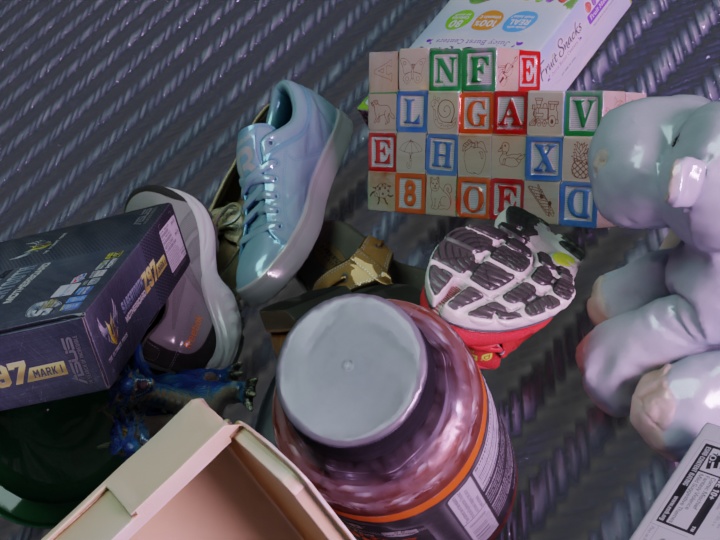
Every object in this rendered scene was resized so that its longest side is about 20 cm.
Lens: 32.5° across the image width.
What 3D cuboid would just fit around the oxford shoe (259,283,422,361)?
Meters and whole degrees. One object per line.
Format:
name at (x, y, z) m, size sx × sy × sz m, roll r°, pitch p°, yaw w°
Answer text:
oxford shoe at (-0.002, 0.050, 0.774) m, size 0.070 × 0.072 × 0.200 m, roll -18°, pitch 5°, yaw -21°

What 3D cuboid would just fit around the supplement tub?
supplement tub at (0.018, 0.082, 0.624) m, size 0.105 × 0.200 × 0.108 m, roll -6°, pitch 65°, yaw 13°

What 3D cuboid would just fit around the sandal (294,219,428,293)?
sandal at (0.000, 0.000, 0.876) m, size 0.081 × 0.055 × 0.200 m, roll -36°, pitch 34°, yaw -8°

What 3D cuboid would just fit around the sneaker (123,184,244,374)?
sneaker at (-0.147, 0.000, 0.908) m, size 0.074 × 0.078 × 0.201 m, roll -58°, pitch 38°, yaw 26°

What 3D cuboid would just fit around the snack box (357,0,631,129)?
snack box at (0.110, -0.175, 1.003) m, size 0.141 × 0.053 × 0.201 m, roll 12°, pitch 55°, yaw 46°

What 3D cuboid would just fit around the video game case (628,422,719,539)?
video game case at (0.183, 0.176, 0.533) m, size 0.180 × 0.046 × 0.200 m, roll 15°, pitch 57°, yaw 48°

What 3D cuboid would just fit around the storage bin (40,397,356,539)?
storage bin at (-0.077, 0.200, 0.575) m, size 0.200 × 0.200 × 0.093 m, roll -42°, pitch 33°, yaw -14°

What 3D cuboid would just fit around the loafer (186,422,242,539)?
loafer at (-0.107, 0.148, 0.705) m, size 0.200 × 0.069 × 0.070 m, roll -48°, pitch 21°, yaw 52°

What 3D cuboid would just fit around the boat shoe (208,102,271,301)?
boat shoe at (-0.098, -0.050, 1.005) m, size 0.072 × 0.063 × 0.202 m, roll -6°, pitch 44°, yaw 31°

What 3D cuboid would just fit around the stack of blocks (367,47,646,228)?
stack of blocks at (0.096, -0.095, 0.856) m, size 0.198 × 0.117 × 0.058 m, roll 8°, pitch 10°, yaw 42°

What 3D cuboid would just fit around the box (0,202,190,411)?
box at (-0.206, 0.025, 0.773) m, size 0.155 × 0.052 × 0.200 m, roll -13°, pitch 19°, yaw 12°

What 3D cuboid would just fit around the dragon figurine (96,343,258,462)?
dragon figurine at (-0.124, 0.081, 0.784) m, size 0.200 × 0.098 × 0.060 m, roll -162°, pitch 85°, yaw -75°

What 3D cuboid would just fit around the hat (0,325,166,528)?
hat at (-0.213, 0.068, 0.806) m, size 0.163 × 0.177 × 0.203 m, roll 5°, pitch 61°, yaw 3°

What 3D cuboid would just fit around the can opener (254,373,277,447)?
can opener at (-0.059, 0.157, 0.734) m, size 0.063 × 0.078 × 0.202 m, roll -9°, pitch 53°, yaw 40°

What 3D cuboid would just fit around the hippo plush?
hippo plush at (0.181, -0.004, 0.649) m, size 0.159 × 0.162 × 0.199 m, roll -44°, pitch 37°, yaw -17°

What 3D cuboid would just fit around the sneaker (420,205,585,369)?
sneaker at (0.081, 0.023, 0.719) m, size 0.076 × 0.086 × 0.200 m, roll 31°, pitch 19°, yaw 16°

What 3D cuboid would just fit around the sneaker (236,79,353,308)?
sneaker at (-0.070, -0.064, 0.939) m, size 0.074 × 0.082 × 0.202 m, roll -34°, pitch 29°, yaw 42°
